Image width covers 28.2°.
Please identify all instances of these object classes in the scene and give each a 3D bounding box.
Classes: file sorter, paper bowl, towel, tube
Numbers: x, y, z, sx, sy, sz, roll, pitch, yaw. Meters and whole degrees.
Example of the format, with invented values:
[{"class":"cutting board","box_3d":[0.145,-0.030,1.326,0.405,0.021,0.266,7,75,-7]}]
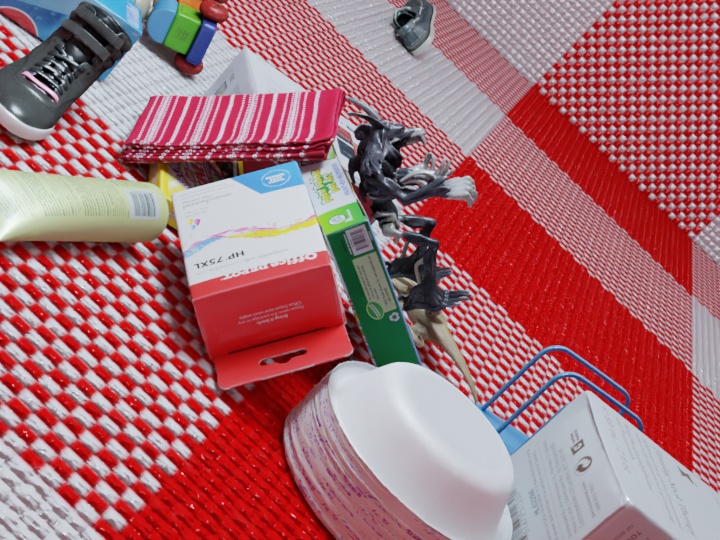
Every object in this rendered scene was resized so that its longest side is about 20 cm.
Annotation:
[{"class":"file sorter","box_3d":[0.213,0.190,1.398,0.139,0.123,0.200,35,20,-26]},{"class":"paper bowl","box_3d":[0.043,0.154,1.154,0.201,0.104,0.201,37,20,-16]},{"class":"towel","box_3d":[-0.116,-0.140,1.353,0.200,0.023,0.145,-1,28,6]},{"class":"tube","box_3d":[-0.231,-0.049,1.114,0.058,0.052,0.200,6,3,30]}]

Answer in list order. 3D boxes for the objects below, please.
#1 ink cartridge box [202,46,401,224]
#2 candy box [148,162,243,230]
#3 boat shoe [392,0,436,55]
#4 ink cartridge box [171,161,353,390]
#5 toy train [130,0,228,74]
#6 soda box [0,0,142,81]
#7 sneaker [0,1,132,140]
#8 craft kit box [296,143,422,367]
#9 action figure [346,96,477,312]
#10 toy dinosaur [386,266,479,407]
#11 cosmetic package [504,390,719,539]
[{"class":"ink cartridge box","box_3d":[-0.064,-0.123,1.548,0.200,0.084,0.176,33,21,-28]},{"class":"candy box","box_3d":[-0.155,-0.083,1.369,0.102,0.026,0.200,32,22,-23]},{"class":"boat shoe","box_3d":[0.093,-0.459,2.611,0.062,0.073,0.200,40,24,-23]},{"class":"ink cartridge box","box_3d":[-0.083,0.000,1.179,0.200,0.116,0.067,-111,-173,-52]},{"class":"toy train","box_3d":[-0.218,-0.310,1.656,0.116,0.085,0.200,24,24,-16]},{"class":"soda box","box_3d":[-0.310,-0.274,1.387,0.200,0.068,0.064,34,22,-27]},{"class":"sneaker","box_3d":[-0.260,-0.181,1.245,0.071,0.099,0.200,43,20,-10]},{"class":"craft kit box","box_3d":[0.000,0.000,1.313,0.198,0.048,0.200,-107,177,-61]},{"class":"action figure","box_3d":[0.048,-0.069,1.292,0.119,0.102,0.200,-110,-178,-62]},{"class":"toy dinosaur","box_3d":[0.071,0.054,1.480,0.200,0.058,0.101,51,9,23]},{"class":"cosmetic package","box_3d":[0.215,0.247,1.212,0.200,0.166,0.167,38,19,-21]}]
